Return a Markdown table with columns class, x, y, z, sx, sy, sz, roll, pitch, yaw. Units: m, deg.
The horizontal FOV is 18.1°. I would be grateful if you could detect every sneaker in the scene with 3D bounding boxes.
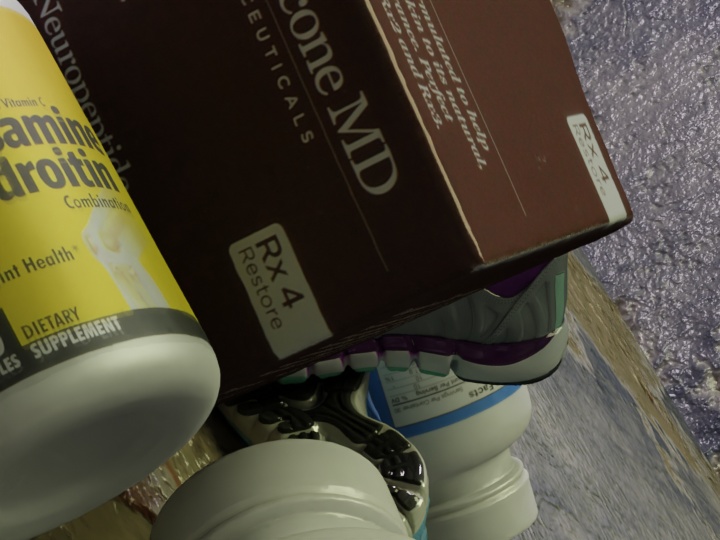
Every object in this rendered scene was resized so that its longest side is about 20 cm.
| class | x | y | z | sx | sy | sz | roll | pitch | yaw |
| --- | --- | --- | --- | --- | --- | --- | --- | --- | --- |
| sneaker | -0.018 | 0.097 | 1.055 | 0.200 | 0.078 | 0.090 | -116 | -166 | -59 |
| sneaker | 0.000 | 0.000 | 1.038 | 0.074 | 0.200 | 0.088 | -111 | -155 | -61 |

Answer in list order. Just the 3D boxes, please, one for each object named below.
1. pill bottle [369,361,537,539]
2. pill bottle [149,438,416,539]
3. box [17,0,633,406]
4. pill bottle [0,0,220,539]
| class | x | y | z | sx | sy | sz | roll | pitch | yaw |
| --- | --- | --- | --- | --- | --- | --- | --- | --- | --- |
| pill bottle | 0.024 | 0.046 | 1.175 | 0.112 | 0.112 | 0.200 | -70 | 144 | -78 |
| pill bottle | -0.005 | 0.155 | 0.736 | 0.120 | 0.120 | 0.200 | 47 | 14 | -42 |
| box | -0.040 | -0.047 | 0.823 | 0.164 | 0.200 | 0.166 | -16 | 82 | -64 |
| pill bottle | -0.134 | -0.021 | 0.700 | 0.200 | 0.112 | 0.112 | 59 | 10 | 18 |
